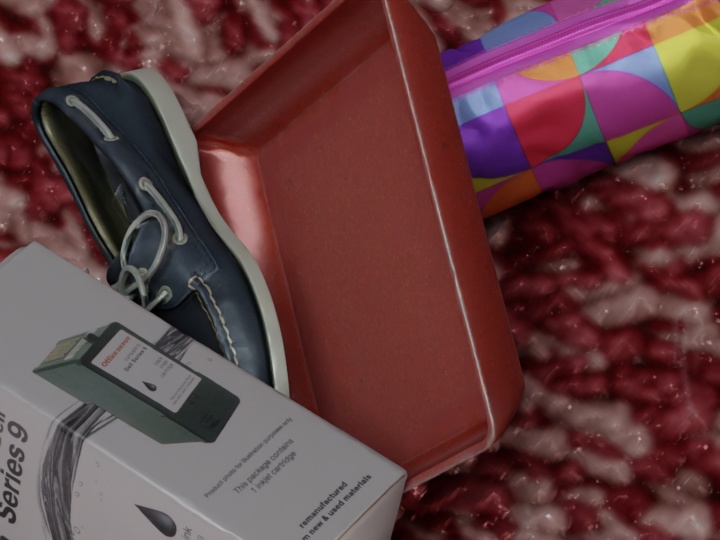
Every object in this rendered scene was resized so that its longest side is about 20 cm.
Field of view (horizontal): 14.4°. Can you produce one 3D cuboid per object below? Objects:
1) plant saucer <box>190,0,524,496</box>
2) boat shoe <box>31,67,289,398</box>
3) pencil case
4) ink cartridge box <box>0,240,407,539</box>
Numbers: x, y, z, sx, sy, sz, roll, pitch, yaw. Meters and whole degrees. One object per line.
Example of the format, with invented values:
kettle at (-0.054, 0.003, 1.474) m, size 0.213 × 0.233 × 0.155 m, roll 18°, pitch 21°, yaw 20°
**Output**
plant saucer at (0.000, 0.000, 1.211) m, size 0.037 × 0.200 × 0.201 m, roll -7°, pitch 76°, yaw -28°
boat shoe at (-0.089, -0.007, 1.263) m, size 0.062 × 0.075 × 0.201 m, roll -10°, pitch 62°, yaw -28°
pencil case at (0.092, -0.083, 1.253) m, size 0.199 × 0.088 × 0.089 m, roll -25°, pitch 71°, yaw 6°
ink cartridge box at (-0.094, 0.103, 1.205) m, size 0.199 × 0.146 × 0.084 m, roll 30°, pitch 45°, yaw 19°
